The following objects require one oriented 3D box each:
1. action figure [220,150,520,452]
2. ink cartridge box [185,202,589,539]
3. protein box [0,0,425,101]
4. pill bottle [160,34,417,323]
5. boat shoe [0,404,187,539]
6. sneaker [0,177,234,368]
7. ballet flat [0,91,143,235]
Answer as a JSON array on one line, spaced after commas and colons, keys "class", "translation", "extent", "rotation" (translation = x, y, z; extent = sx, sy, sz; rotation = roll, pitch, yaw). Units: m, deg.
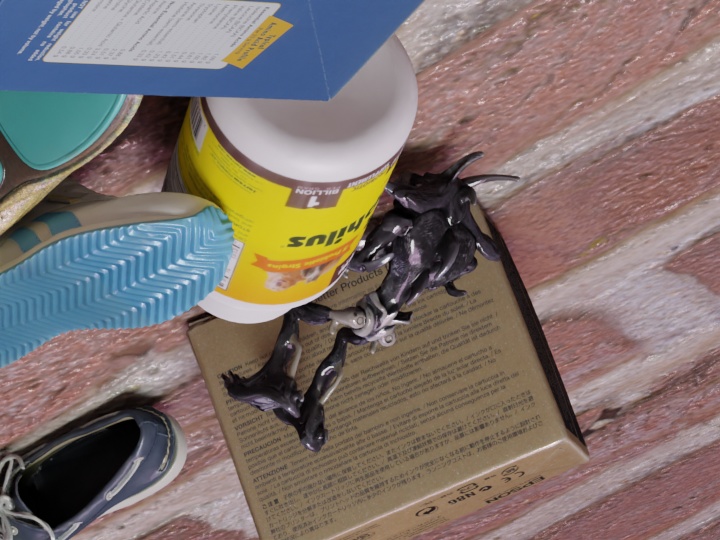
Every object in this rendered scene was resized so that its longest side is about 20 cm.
[{"class": "action figure", "translation": [0.000, 0.000, 1.677], "extent": [0.200, 0.102, 0.119], "rotation": [-52, 141, 7]}, {"class": "ink cartridge box", "translation": [0.016, 0.075, 1.764], "extent": [0.200, 0.165, 0.075], "rotation": [-24, 159, 11]}, {"class": "protein box", "translation": [-0.062, -0.177, 1.175], "extent": [0.200, 0.135, 0.199], "rotation": [-1, 151, -37]}, {"class": "pill bottle", "translation": [-0.043, -0.051, 1.507], "extent": [0.109, 0.109, 0.200], "rotation": [-11, 156, -19]}, {"class": "boat shoe", "translation": [-0.205, 0.150, 1.871], "extent": [0.200, 0.075, 0.062], "rotation": [-28, 157, 15]}, {"class": "sneaker", "translation": [-0.145, -0.013, 1.499], "extent": [0.200, 0.081, 0.077], "rotation": [-14, 134, 36]}, {"class": "ballet flat", "translation": [-0.164, -0.068, 1.444], "extent": [0.071, 0.071, 0.200], "rotation": [6, 145, -46]}]
